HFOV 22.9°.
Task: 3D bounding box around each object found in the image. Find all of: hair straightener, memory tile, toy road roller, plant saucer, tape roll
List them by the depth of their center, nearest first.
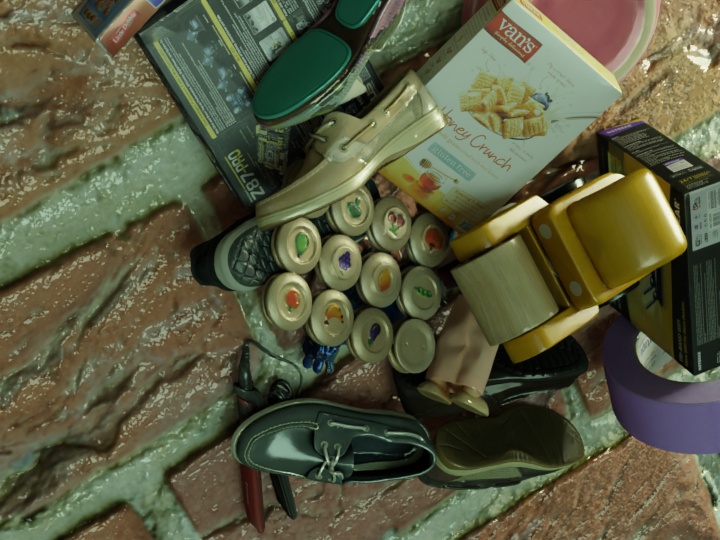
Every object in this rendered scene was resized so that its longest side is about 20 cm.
[{"bbox_3d":[0.000,0.000,1.558,0.200,0.017,0.153,22,74,-40],"label":"memory tile"},{"bbox_3d":[0.193,-0.018,1.575,0.200,0.146,0.123,-29,92,-38],"label":"toy road roller"},{"bbox_3d":[0.190,-0.231,1.600,0.200,0.051,0.201,-11,120,-20],"label":"plant saucer"},{"bbox_3d":[-0.081,0.151,1.679,0.077,0.041,0.200,-17,117,-21],"label":"hair straightener"},{"bbox_3d":[0.341,0.092,1.746,0.200,0.200,0.066,-24,123,-13],"label":"tape roll"}]

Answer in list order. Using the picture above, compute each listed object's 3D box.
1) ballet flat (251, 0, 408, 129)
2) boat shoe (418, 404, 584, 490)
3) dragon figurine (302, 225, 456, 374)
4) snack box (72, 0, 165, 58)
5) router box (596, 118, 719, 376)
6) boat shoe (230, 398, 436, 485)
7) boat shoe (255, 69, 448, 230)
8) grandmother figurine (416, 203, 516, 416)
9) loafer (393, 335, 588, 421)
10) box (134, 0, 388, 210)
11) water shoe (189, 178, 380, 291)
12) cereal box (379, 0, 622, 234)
[{"bbox_3d":[-0.008,-0.189,1.468,0.200,0.069,0.071,-54,146,2],"label":"ballet flat"},{"bbox_3d":[0.138,0.181,1.780,0.200,0.073,0.065,3,146,-38],"label":"boat shoe"},{"bbox_3d":[0.021,0.020,1.641,0.099,0.059,0.200,22,104,-33],"label":"dragon figurine"},{"bbox_3d":[-0.146,-0.259,1.410,0.200,0.072,0.024,-47,126,3],"label":"snack box"},{"bbox_3d":[0.291,-0.024,1.690,0.052,0.157,0.200,-19,121,-16],"label":"router box"},{"bbox_3d":[-0.021,0.165,1.652,0.200,0.062,0.073,3,111,-27],"label":"boat shoe"},{"bbox_3d":[-0.017,-0.101,1.486,0.200,0.072,0.065,-35,99,-25],"label":"boat shoe"},{"bbox_3d":[0.114,0.029,1.661,0.200,0.121,0.061,-68,159,-10],"label":"grandmother figurine"},{"bbox_3d":[0.124,0.102,1.736,0.200,0.073,0.071,-6,139,-14],"label":"loafer"},{"bbox_3d":[-0.081,-0.173,1.500,0.161,0.049,0.200,-37,125,-7],"label":"box"},{"bbox_3d":[-0.067,-0.041,1.566,0.200,0.079,0.072,-26,107,-41],"label":"water shoe"},{"bbox_3d":[0.112,-0.138,1.574,0.144,0.040,0.200,35,114,-25],"label":"cereal box"}]
